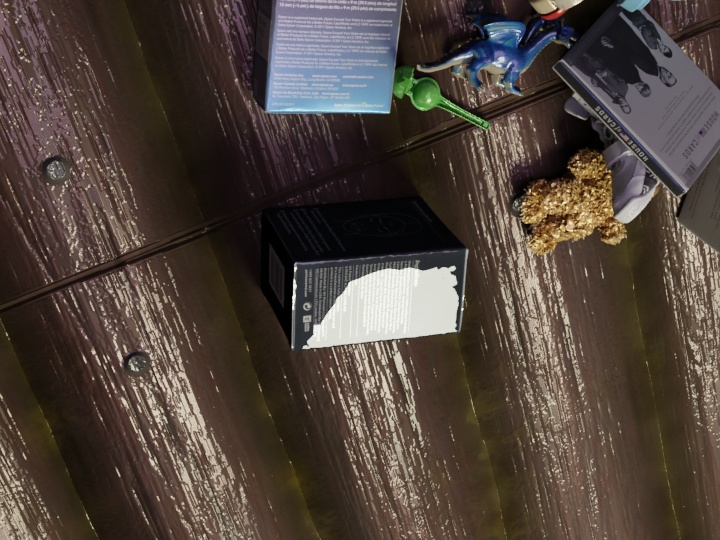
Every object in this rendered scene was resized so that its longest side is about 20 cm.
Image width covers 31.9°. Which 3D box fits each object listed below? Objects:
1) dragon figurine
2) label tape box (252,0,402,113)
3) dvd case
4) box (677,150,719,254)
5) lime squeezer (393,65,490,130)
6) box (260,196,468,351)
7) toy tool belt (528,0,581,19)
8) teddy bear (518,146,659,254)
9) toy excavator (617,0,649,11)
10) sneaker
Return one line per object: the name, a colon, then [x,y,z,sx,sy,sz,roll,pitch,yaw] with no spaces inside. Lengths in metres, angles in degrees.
dragon figurine: [0.146,-0.252,1.387,0.197,0.059,0.101,5,110,-26]
label tape box: [-0.033,-0.269,1.316,0.141,0.066,0.203,-2,112,-19]
dvd case: [0.324,-0.199,1.404,0.200,0.025,0.150,46,58,-3]
box: [0.535,-0.104,1.529,0.197,0.172,0.202,7,111,-22]
lime squeezer: [0.076,-0.199,1.388,0.199,0.070,0.038,20,79,-58]
box: [0.000,0.000,1.402,0.197,0.149,0.109,-5,116,-16]
toy tool belt: [0.200,-0.374,1.292,0.123,0.124,0.202,39,70,-30]
teddy bear: [0.281,-0.087,1.508,0.197,0.067,0.147,-11,119,-14]
toy excavator: [0.374,-0.349,1.363,0.198,0.100,0.196,30,105,-6]
sneaker: [0.287,-0.156,1.432,0.113,0.075,0.202,21,65,-7]
